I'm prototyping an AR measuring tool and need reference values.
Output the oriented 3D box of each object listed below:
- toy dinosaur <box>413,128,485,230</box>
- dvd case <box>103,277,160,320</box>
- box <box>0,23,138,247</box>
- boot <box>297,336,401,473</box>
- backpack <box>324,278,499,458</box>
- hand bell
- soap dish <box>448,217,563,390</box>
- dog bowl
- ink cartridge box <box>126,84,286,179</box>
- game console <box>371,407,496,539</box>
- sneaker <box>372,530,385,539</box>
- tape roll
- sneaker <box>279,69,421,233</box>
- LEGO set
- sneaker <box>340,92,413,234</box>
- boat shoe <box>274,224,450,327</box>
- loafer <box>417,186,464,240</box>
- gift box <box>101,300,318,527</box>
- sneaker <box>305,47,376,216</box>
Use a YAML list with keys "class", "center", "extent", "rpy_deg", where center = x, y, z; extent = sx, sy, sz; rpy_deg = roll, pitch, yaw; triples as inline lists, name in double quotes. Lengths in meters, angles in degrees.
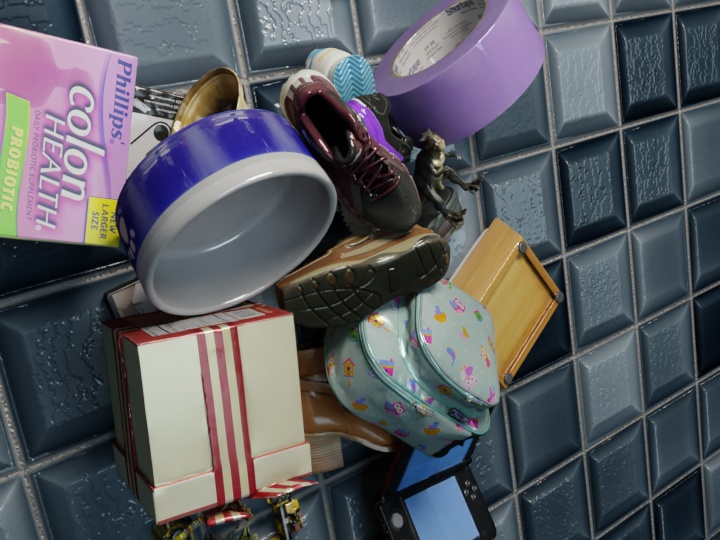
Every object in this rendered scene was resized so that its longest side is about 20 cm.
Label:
- class: "toy dinosaur"
  center: [0.094, -0.099, 0.895]
  extent: [0.087, 0.201, 0.048]
  rpy_deg: [25, 61, 4]
- class: "dvd case"
  center: [-0.186, 0.089, 0.837]
  extent: [0.141, 0.017, 0.204]
  rpy_deg: [-27, 110, -29]
- class: "box"
  center: [-0.318, -0.121, 0.676]
  extent: [0.196, 0.096, 0.181]
  rpy_deg: [6, 92, -35]
- class: "boot"
  center: [-0.002, 0.151, 0.947]
  extent: [0.196, 0.076, 0.160]
  rpy_deg: [-11, 97, -26]
- class: "backpack"
  center: [0.061, 0.098, 0.865]
  extent: [0.197, 0.153, 0.179]
  rpy_deg: [25, 45, -20]
- class: "hand bell"
  center: [-0.093, -0.116, 0.795]
  extent: [0.198, 0.103, 0.106]
  rpy_deg: [29, 80, -46]
- class: "soap dish"
  center: [0.192, 0.055, 1.051]
  extent: [0.158, 0.081, 0.201]
  rpy_deg: [48, 69, -28]
- class: "dog bowl"
  center: [-0.124, -0.050, 0.700]
  extent: [0.197, 0.202, 0.080]
  rpy_deg: [-22, 64, -30]
- class: "ink cartridge box"
  center: [-0.165, -0.133, 0.809]
  extent: [0.196, 0.044, 0.097]
  rpy_deg: [6, 94, -35]
- class: "game console"
  center: [0.122, 0.287, 0.981]
  extent: [0.197, 0.118, 0.175]
  rpy_deg: [-7, 66, -45]
- class: "sneaker"
  center: [0.037, 0.408, 0.996]
  extent: [0.086, 0.073, 0.204]
  rpy_deg: [28, 75, -33]
- class: "tape roll"
  center: [0.114, -0.246, 0.891]
  extent: [0.085, 0.198, 0.201]
  rpy_deg: [46, 71, -28]
- class: "sneaker"
  center: [-0.004, -0.100, 0.723]
  extent: [0.075, 0.116, 0.200]
  rpy_deg: [-42, 111, 6]
- class: "LEGO set"
  center: [-0.129, 0.323, 0.844]
  extent: [0.196, 0.115, 0.158]
  rpy_deg: [-10, 101, -33]
- class: "sneaker"
  center: [0.025, -0.110, 0.853]
  extent: [0.099, 0.069, 0.203]
  rpy_deg: [-35, 134, -21]
- class: "boat shoe"
  center: [0.000, 0.000, 0.807]
  extent: [0.196, 0.074, 0.077]
  rpy_deg: [-16, 127, -20]
- class: "loafer"
  center: [0.073, -0.021, 0.970]
  extent: [0.201, 0.071, 0.063]
  rpy_deg: [-49, 126, -20]
- class: "gift box"
  center: [-0.143, 0.138, 0.752]
  extent: [0.195, 0.184, 0.192]
  rpy_deg: [-7, 98, -26]
- class: "sneaker"
  center: [-0.021, -0.163, 0.888]
  extent: [0.075, 0.080, 0.204]
  rpy_deg: [-24, 128, -29]
